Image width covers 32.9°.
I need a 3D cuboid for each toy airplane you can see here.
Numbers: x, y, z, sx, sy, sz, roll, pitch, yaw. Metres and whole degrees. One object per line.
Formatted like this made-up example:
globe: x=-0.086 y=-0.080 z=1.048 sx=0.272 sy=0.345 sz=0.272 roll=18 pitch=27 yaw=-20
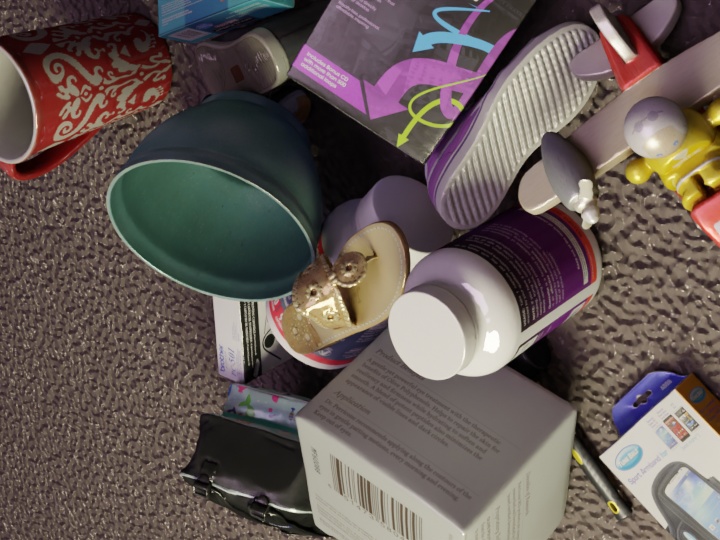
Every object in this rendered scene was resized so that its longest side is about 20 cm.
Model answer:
toy airplane: x=0.227 y=-0.119 z=0.913 sx=0.199 sy=0.141 sz=0.200 roll=16 pitch=102 yaw=24

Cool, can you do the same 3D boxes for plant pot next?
plant pot: x=-0.121 y=-0.083 z=1.151 sx=0.200 sy=0.134 sz=0.200 roll=12 pitch=144 yaw=9

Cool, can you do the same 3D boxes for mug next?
mug: x=-0.326 y=-0.200 z=1.334 sx=0.177 sy=0.200 sz=0.134 roll=-29 pitch=90 yaw=46

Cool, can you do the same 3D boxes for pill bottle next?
pill bottle: x=0.114 y=0.018 z=1.041 sx=0.112 sy=0.200 sz=0.113 roll=19 pitch=121 yaw=35
pill bottle: x=0.000 y=0.000 z=1.194 sx=0.120 sy=0.120 sz=0.200 roll=52 pitch=135 yaw=10

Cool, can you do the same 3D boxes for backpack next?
backpack: x=-0.078 y=0.215 z=1.329 sx=0.177 sy=0.151 sz=0.200 roll=11 pitch=158 yaw=27

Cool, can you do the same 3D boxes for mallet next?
mallet: x=0.187 y=0.154 z=1.162 sx=0.066 sy=0.041 sz=0.200 roll=-26 pitch=95 yaw=46

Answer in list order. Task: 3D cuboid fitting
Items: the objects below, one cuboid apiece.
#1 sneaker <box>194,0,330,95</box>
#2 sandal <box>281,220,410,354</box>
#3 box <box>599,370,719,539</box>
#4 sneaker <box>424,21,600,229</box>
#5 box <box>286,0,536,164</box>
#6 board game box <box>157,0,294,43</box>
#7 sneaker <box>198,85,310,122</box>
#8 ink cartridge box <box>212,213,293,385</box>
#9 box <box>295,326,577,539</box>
sneaker: x=-0.083 y=-0.213 z=1.195 sx=0.200 sy=0.106 sz=0.075 roll=7 pitch=124 yaw=61
sandal: x=-0.034 y=0.030 z=1.083 sx=0.212 sy=0.070 sz=0.078 roll=-42 pitch=71 yaw=52
box: x=0.302 y=0.184 z=1.067 sx=0.200 sy=0.041 sz=0.119 roll=46 pitch=134 yaw=13
sneaker: x=0.119 y=-0.142 z=1.052 sx=0.073 sy=0.114 sz=0.201 roll=33 pitch=108 yaw=-23
box: x=0.049 y=-0.207 z=1.004 sx=0.143 sy=0.036 sz=0.200 roll=32 pitch=113 yaw=-4
board game box: x=-0.132 y=-0.332 z=1.157 sx=0.151 sy=0.047 sz=0.200 roll=-7 pitch=83 yaw=44
sneaker: x=-0.133 y=-0.152 z=1.272 sx=0.200 sy=0.076 sz=0.088 roll=-31 pitch=89 yaw=45
ink cartridge box: x=-0.114 y=0.014 z=1.322 sx=0.044 sy=0.094 sz=0.200 roll=18 pitch=121 yaw=36
box: x=0.072 y=0.187 z=1.149 sx=0.199 sy=0.171 sz=0.200 roll=31 pitch=148 yaw=28
